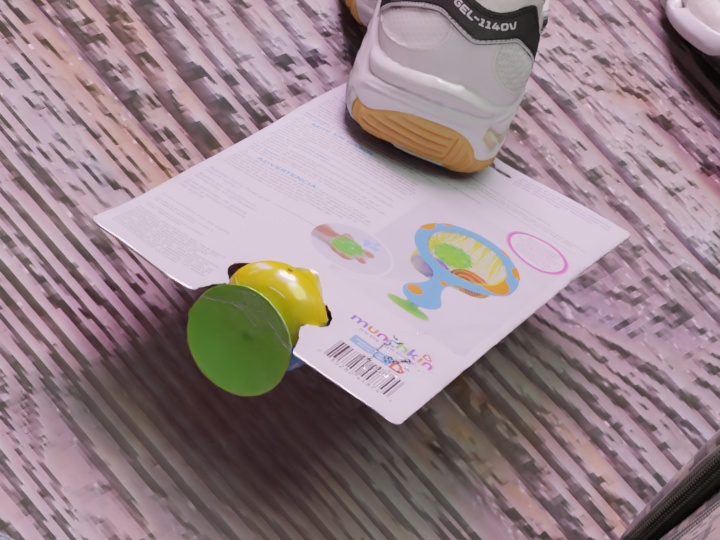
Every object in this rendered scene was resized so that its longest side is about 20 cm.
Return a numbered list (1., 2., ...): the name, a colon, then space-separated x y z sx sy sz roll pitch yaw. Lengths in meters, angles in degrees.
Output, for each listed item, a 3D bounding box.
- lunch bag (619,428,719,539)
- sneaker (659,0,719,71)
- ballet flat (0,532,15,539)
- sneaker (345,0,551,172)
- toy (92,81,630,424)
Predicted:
1. lunch bag: 0.160 0.093 0.852 0.139 0.200 0.168 39 41 -3
2. sneaker: 0.186 -0.147 1.214 0.075 0.081 0.200 36 39 -6
3. ballet flat: -0.107 0.088 0.747 0.200 0.074 0.074 32 38 -14
4. sneaker: 0.042 -0.110 1.027 0.075 0.088 0.200 20 23 -12
5. toy: 0.000 0.000 0.929 0.115 0.047 0.200 33 25 13
